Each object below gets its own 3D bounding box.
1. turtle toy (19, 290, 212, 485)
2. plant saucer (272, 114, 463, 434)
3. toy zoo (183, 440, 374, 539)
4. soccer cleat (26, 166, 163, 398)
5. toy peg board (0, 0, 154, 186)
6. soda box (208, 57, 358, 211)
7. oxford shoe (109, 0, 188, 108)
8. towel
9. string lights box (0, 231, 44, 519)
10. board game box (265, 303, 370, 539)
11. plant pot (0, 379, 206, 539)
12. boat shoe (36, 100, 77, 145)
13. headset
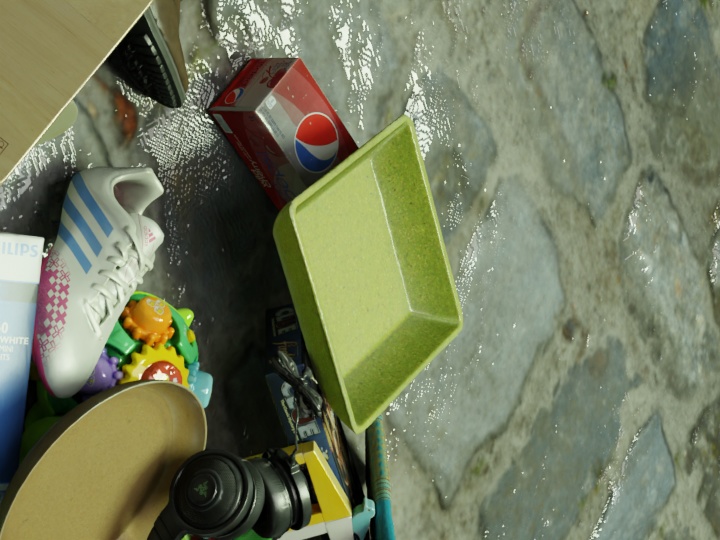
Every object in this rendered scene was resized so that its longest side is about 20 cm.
[{"bbox_3d":[-0.192,0.097,1.414,0.200,0.101,0.146,-46,123,-26],"label":"turtle toy"},{"bbox_3d":[0.000,0.000,1.508,0.200,0.048,0.201,-41,122,-51],"label":"plant saucer"},{"bbox_3d":[-0.085,0.214,1.495,0.199,0.020,0.132,-16,111,5],"label":"toy zoo"},{"bbox_3d":[-0.191,0.000,1.363,0.070,0.086,0.201,63,24,-50],"label":"soccer cleat"},{"bbox_3d":[-0.274,-0.185,1.280,0.200,0.098,0.200,39,74,-9],"label":"toy peg board"},{"bbox_3d":[-0.040,-0.084,1.561,0.070,0.063,0.200,-52,127,-27],"label":"soda box"},{"bbox_3d":[-0.156,-0.205,1.402,0.085,0.072,0.201,-49,149,-27],"label":"oxford shoe"},{"bbox_3d":[0.019,0.212,1.561,0.147,0.022,0.201,90,-4,-48],"label":"towel"},{"bbox_3d":[-0.286,0.070,1.324,0.059,0.102,0.202,6,91,-41],"label":"string lights box"},{"bbox_3d":[-0.035,0.142,1.552,0.034,0.136,0.201,-16,112,3],"label":"board game box"},{"bbox_3d":[-0.193,0.160,1.341,0.200,0.027,0.201,-38,147,-30],"label":"plant pot"},{"bbox_3d":[-0.303,-0.104,1.321,0.201,0.074,0.063,-24,72,-27],"label":"boat shoe"},{"bbox_3d":[-0.092,0.159,1.412,0.123,0.094,0.200,5,131,-50],"label":"headset"}]
